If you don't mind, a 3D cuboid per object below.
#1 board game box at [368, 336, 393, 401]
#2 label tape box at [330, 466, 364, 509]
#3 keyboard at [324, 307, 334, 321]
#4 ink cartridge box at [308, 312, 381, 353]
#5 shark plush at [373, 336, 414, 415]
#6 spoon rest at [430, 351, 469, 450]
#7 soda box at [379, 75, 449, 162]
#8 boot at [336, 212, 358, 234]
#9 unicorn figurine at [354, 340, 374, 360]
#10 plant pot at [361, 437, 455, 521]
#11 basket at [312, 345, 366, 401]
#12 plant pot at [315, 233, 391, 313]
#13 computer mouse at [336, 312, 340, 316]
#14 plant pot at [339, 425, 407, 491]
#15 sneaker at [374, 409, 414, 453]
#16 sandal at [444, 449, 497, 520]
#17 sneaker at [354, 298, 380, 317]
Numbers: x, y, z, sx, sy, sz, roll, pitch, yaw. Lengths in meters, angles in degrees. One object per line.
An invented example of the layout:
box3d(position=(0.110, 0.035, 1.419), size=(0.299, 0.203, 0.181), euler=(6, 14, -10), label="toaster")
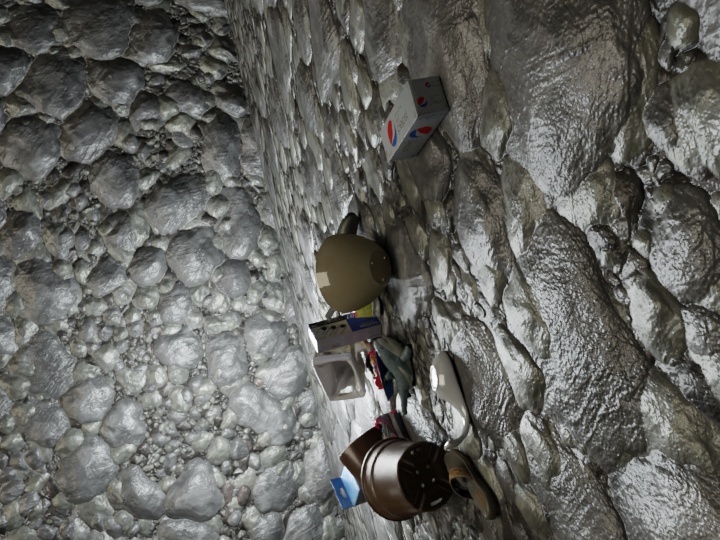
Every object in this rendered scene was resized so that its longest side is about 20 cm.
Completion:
box3d(position=(0.048, 0.268, 1.635), size=(0.200, 0.038, 0.162), euler=(3, -106, -80), label="board game box")
box3d(position=(0.009, 0.685, 1.984), size=(0.143, 0.195, 0.068), euler=(-133, 34, -60), label="label tape box")
box3d(position=(-0.046, 0.055, 1.755), size=(0.203, 0.011, 0.056), euler=(-58, 12, 0), label="keyboard")
box3d(position=(-0.046, 0.173, 1.747), size=(0.094, 0.195, 0.045), euler=(-127, 28, -55), label="ink cartridge box")
box3d(position=(0.089, 0.266, 1.551), size=(0.091, 0.081, 0.205), euler=(-147, 46, -68), label="shark plush")
box3d(position=(0.189, 0.269, 1.267), size=(0.100, 0.059, 0.204), euler=(105, 161, -59), label="spoon rest")
box3d(position=(0.094, -0.274, 1.111), size=(0.200, 0.062, 0.070), euler=(134, 122, -72), label="soda box")
box3d(position=(-0.013, -0.048, 1.693), size=(0.130, 0.067, 0.205), euler=(31, 113, 39), label="boot")
box3d(position=(0.007, 0.210, 1.829), size=(0.139, 0.072, 0.203), euler=(91, 157, -55), label="unicorn figurine")
box3d(position=(0.122, 0.499, 1.460), size=(0.198, 0.196, 0.205), euler=(132, 123, -62), label="plant pot")
box3d(position=(-0.063, 0.308, 1.947), size=(0.125, 0.132, 0.203), euler=(-85, -18, -49), label="basket")
box3d(position=(0.000, 0.000, 1.516), size=(0.132, 0.198, 0.206), euler=(-9, 96, 39), label="plant pot")
box3d(position=(-0.069, 0.217, 2.168), size=(0.140, 0.045, 0.205), euler=(-160, 58, -71), label="computer mouse")
box3d(position=(0.064, 0.594, 1.794), size=(0.201, 0.184, 0.189), euler=(53, 156, 24), label="plant pot")
box3d(position=(0.103, 0.502, 1.721), size=(0.082, 0.073, 0.202), euler=(92, 158, -45), label="sneaker")
box3d(position=(0.221, 0.454, 1.277), size=(0.200, 0.053, 0.084), euler=(-130, 31, -60), label="sandal")
box3d(position=(-0.010, 0.069, 1.739), size=(0.201, 0.088, 0.080), euler=(-125, 24, -57), label="sneaker")
